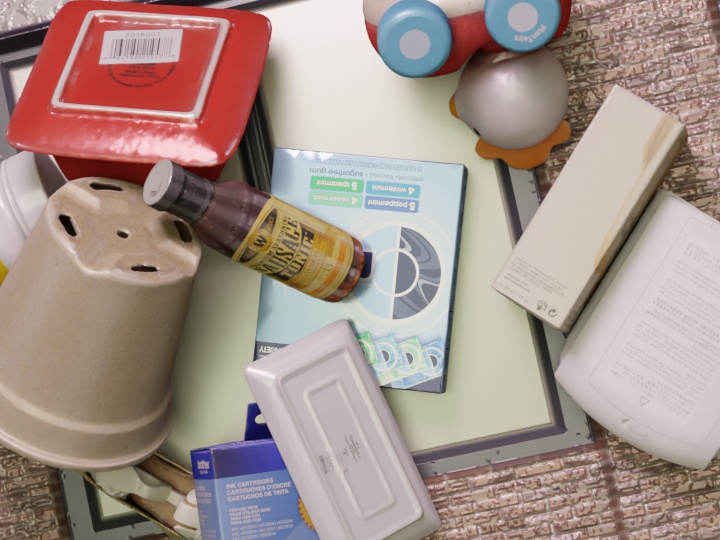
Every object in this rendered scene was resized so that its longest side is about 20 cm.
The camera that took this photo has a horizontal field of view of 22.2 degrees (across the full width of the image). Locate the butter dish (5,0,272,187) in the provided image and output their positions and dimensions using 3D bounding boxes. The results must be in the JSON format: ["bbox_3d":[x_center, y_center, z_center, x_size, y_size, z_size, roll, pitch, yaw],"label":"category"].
[{"bbox_3d":[-0.182,-0.127,1.595,0.199,0.148,0.200,5,48,9],"label":"butter dish"}]

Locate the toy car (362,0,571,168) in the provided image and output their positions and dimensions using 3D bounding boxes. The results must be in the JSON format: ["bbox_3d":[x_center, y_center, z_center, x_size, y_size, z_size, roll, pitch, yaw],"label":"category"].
[{"bbox_3d":[0.106,-0.169,1.563,0.176,0.184,0.200,-13,115,7],"label":"toy car"}]

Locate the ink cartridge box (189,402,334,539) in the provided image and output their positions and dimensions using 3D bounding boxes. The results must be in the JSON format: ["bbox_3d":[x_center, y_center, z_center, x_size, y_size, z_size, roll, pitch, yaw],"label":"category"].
[{"bbox_3d":[-0.068,0.211,1.571,0.136,0.076,0.201,-6,85,-21],"label":"ink cartridge box"}]

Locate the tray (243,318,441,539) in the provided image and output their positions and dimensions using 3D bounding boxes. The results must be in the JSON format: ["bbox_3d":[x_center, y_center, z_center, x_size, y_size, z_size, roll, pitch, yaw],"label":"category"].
[{"bbox_3d":[-0.011,0.150,1.548,0.107,0.022,0.200,-26,93,-22],"label":"tray"}]

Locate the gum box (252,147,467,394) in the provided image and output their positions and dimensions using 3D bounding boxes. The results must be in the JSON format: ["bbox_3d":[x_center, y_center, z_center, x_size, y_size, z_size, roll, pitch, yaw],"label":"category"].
[{"bbox_3d":[0.000,0.000,1.609,0.169,0.045,0.201,5,88,9],"label":"gum box"}]

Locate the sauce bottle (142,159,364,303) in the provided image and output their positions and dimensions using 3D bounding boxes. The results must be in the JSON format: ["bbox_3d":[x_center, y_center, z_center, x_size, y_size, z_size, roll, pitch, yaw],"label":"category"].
[{"bbox_3d":[-0.088,-0.033,1.513,0.200,0.066,0.066,23,91,-33],"label":"sauce bottle"}]

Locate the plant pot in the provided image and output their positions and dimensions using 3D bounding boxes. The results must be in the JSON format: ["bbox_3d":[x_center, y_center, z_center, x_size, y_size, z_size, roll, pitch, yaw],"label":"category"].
[{"bbox_3d":[-0.222,0.033,1.525,0.200,0.200,0.184,32,124,8],"label":"plant pot"}]

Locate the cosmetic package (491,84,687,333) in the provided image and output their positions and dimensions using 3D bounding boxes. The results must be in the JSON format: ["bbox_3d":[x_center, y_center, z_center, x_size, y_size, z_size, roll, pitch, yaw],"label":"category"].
[{"bbox_3d":[0.196,-0.049,1.554,0.071,0.105,0.200,32,94,11],"label":"cosmetic package"}]

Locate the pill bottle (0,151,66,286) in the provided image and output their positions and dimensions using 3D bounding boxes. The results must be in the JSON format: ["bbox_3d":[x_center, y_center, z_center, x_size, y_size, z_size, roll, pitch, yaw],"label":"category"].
[{"bbox_3d":[-0.354,-0.026,1.623,0.200,0.114,0.115,-25,85,6],"label":"pill bottle"}]

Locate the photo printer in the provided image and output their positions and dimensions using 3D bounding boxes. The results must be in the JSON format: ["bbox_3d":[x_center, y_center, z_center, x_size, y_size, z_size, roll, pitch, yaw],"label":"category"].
[{"bbox_3d":[0.273,0.057,1.558,0.166,0.069,0.200,31,93,8],"label":"photo printer"}]

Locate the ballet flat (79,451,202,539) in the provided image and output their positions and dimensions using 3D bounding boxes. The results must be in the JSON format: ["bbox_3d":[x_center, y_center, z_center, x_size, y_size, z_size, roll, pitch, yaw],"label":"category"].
[{"bbox_3d":[-0.167,0.199,1.614,0.200,0.071,0.071,30,92,7],"label":"ballet flat"}]
